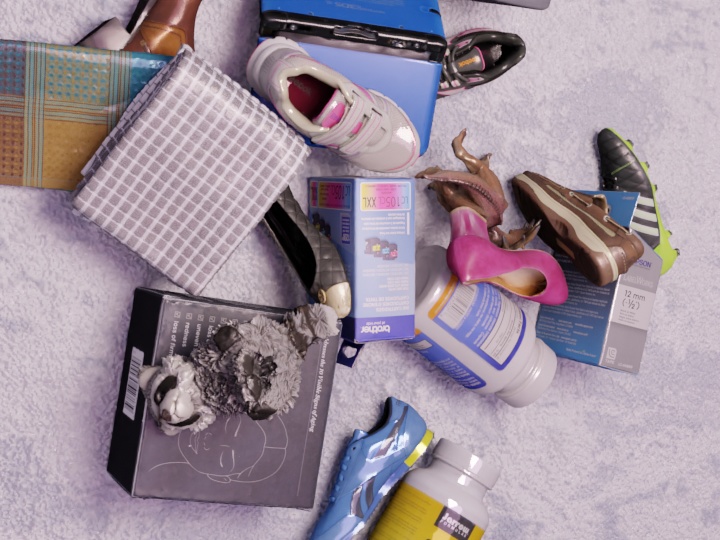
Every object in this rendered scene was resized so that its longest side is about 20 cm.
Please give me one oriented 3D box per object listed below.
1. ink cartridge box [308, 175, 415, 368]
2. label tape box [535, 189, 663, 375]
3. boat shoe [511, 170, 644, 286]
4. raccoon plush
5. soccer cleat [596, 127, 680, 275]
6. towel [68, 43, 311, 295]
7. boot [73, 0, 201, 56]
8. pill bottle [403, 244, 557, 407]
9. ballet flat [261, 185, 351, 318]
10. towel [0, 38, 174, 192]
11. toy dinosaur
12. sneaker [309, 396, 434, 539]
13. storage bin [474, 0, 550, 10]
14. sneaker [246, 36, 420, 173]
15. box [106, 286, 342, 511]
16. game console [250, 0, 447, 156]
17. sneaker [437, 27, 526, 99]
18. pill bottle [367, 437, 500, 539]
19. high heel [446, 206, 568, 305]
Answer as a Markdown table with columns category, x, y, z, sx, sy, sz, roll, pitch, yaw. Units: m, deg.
| category | x | y | z | sx | sy | sz | roll | pitch | yaw |
| --- | --- | --- | --- | --- | --- | --- | --- | --- | --- |
| ink cartridge box | 0.000 | 0.000 | 1.320 | 0.076 | 0.136 | 0.202 | -4 | 96 | -23 |
| label tape box | 0.284 | 0.011 | 1.452 | 0.066 | 0.143 | 0.202 | 16 | 88 | -25 |
| boat shoe | 0.249 | -0.057 | 1.404 | 0.074 | 0.203 | 0.075 | -28 | 135 | -9 |
| raccoon plush | -0.117 | 0.101 | 1.189 | 0.199 | 0.133 | 0.098 | -9 | 82 | -56 |
| soccer cleat | 0.324 | -0.076 | 1.511 | 0.081 | 0.068 | 0.201 | -28 | 106 | -7 |
| towel | -0.167 | -0.092 | 1.200 | 0.165 | 0.086 | 0.200 | 35 | 98 | -23 |
| boot | -0.163 | -0.199 | 1.264 | 0.188 | 0.068 | 0.201 | -43 | 111 | -17 |
| pill bottle | 0.127 | 0.070 | 1.401 | 0.200 | 0.112 | 0.113 | 37 | 79 | -24 |
| ballet flat | -0.072 | -0.029 | 1.284 | 0.056 | 0.067 | 0.201 | -17 | 63 | -39 |
| towel | -0.260 | -0.146 | 1.214 | 0.198 | 0.022 | 0.148 | 4 | 108 | -16 |
| toy dinosaur | 0.138 | -0.072 | 1.375 | 0.086 | 0.200 | 0.136 | -37 | 69 | 7 |
| sneaker | -0.005 | 0.230 | 1.383 | 0.078 | 0.066 | 0.200 | 43 | 76 | -10 |
| storage bin | 0.154 | -0.359 | 1.341 | 0.144 | 0.200 | 0.136 | 5 | 104 | -26 |
| sneaker | -0.023 | -0.153 | 1.234 | 0.199 | 0.088 | 0.082 | 27 | 104 | -20 |
| box | -0.141 | 0.131 | 1.271 | 0.195 | 0.124 | 0.202 | 10 | 90 | -24 |
| game console | -0.019 | -0.228 | 1.313 | 0.198 | 0.172 | 0.119 | 6 | 136 | -14 |
| sneaker | 0.097 | -0.231 | 1.374 | 0.199 | 0.086 | 0.081 | -28 | 104 | -20 |
| pill bottle | 0.077 | 0.297 | 1.396 | 0.112 | 0.112 | 0.201 | 34 | 80 | -24 |
| high heel | 0.166 | 0.013 | 1.345 | 0.200 | 0.067 | 0.097 | 39 | 38 | -39 |
